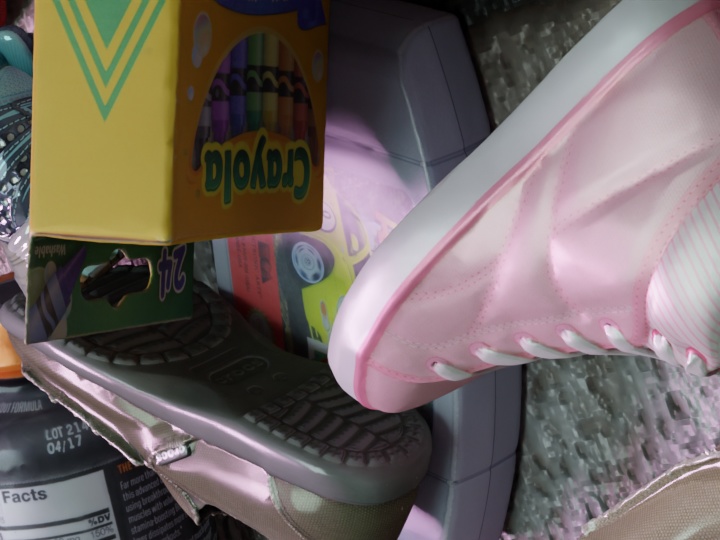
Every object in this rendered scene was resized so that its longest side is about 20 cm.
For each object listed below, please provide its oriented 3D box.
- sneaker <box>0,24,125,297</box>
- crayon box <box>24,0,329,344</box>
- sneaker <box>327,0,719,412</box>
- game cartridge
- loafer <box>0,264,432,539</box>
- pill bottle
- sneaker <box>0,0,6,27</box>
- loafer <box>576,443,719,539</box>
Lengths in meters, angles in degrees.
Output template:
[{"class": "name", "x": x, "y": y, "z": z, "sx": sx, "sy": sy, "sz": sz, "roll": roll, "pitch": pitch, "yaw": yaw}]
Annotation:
[{"class": "sneaker", "x": -0.112, "y": -0.053, "z": 0.977, "sx": 0.087, "sy": 0.077, "sz": 0.200, "roll": 54, "pitch": 179, "yaw": -13}, {"class": "crayon box", "x": -0.053, "y": -0.079, "z": 0.850, "sx": 0.051, "sy": 0.126, "sz": 0.201, "roll": 4, "pitch": 94, "yaw": 20}, {"class": "sneaker", "x": 0.072, "y": 0.008, "z": 0.813, "sx": 0.105, "sy": 0.075, "sz": 0.200, "roll": 55, "pitch": 129, "yaw": 16}, {"class": "game cartridge", "x": 0.000, "y": 0.000, "z": 0.955, "sx": 0.133, "sy": 0.041, "sz": 0.201, "roll": 16, "pitch": 121, "yaw": 43}, {"class": "loafer", "x": -0.059, "y": 0.057, "z": 0.967, "sx": 0.200, "sy": 0.075, "sz": 0.070, "roll": 28, "pitch": 125, "yaw": 41}, {"class": "pill bottle", "x": -0.112, "y": 0.100, "z": 1.093, "sx": 0.106, "sy": 0.106, "sz": 0.201, "roll": 9, "pitch": 116, "yaw": 50}, {"class": "sneaker", "x": -0.225, "y": -0.119, "z": 1.145, "sx": 0.200, "sy": 0.078, "sz": 0.116, "roll": -29, "pitch": 86, "yaw": 53}, {"class": "loafer", "x": 0.094, "y": 0.112, "z": 0.864, "sx": 0.076, "sy": 0.068, "sz": 0.200, "roll": 58, "pitch": 144, "yaw": 12}]
